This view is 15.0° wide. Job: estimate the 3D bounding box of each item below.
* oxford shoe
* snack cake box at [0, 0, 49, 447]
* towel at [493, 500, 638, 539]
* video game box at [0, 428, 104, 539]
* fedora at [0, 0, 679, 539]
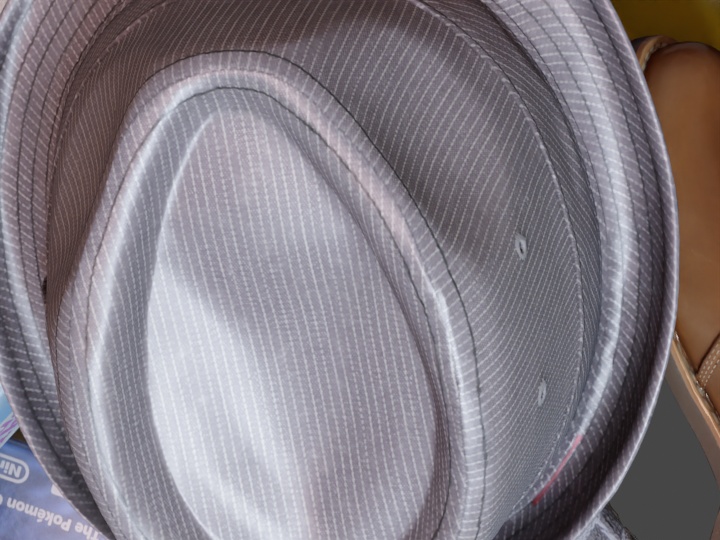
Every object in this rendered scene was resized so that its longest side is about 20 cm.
[{"bbox_3d":[0.123,0.023,0.748,0.071,0.071,0.201,-24,79,34],"label":"oxford shoe"},{"bbox_3d":[-0.115,-0.020,0.736,0.115,0.067,0.200,45,108,4],"label":"snack cake box"},{"bbox_3d":[0.019,0.161,0.750,0.200,0.086,0.166,-40,107,-2],"label":"towel"},{"bbox_3d":[-0.078,0.149,0.834,0.199,0.047,0.183,18,100,11],"label":"video game box"},{"bbox_3d":[-0.016,0.003,0.635,0.176,0.090,0.201,-1,106,9],"label":"fedora"}]
